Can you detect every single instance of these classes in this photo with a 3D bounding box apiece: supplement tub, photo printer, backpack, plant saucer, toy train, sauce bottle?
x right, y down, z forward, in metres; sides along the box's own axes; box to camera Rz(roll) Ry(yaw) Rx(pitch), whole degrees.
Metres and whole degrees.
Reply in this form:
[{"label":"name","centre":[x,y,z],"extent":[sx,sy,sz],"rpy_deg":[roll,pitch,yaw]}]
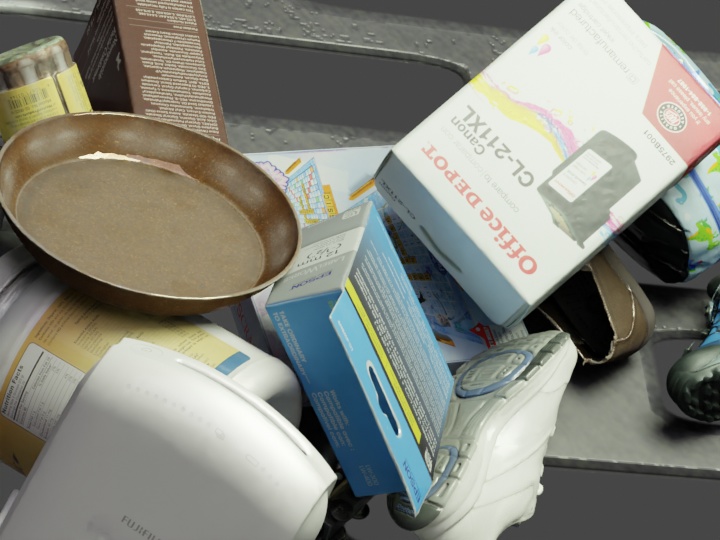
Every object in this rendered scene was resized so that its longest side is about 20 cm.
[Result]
[{"label":"supplement tub","centre":[-0.153,0.081,1.596],"extent":[0.200,0.145,0.145],"rpy_deg":[29,48,20]},{"label":"photo printer","centre":[-0.118,0.150,1.471],"extent":[0.166,0.200,0.069],"rpy_deg":[33,19,7]},{"label":"backpack","centre":[0.212,-0.088,1.865],"extent":[0.153,0.163,0.200],"rpy_deg":[-19,66,-15]},{"label":"plant saucer","centre":[-0.137,-0.032,1.603],"extent":[0.200,0.035,0.200],"rpy_deg":[13,34,-9]},{"label":"toy train","centre":[-0.021,0.152,1.667],"extent":[0.046,0.034,0.200],"rpy_deg":[35,49,15]},{"label":"sauce bottle","centre":[-0.195,-0.054,1.692],"extent":[0.065,0.065,0.200],"rpy_deg":[-26,105,-34]}]

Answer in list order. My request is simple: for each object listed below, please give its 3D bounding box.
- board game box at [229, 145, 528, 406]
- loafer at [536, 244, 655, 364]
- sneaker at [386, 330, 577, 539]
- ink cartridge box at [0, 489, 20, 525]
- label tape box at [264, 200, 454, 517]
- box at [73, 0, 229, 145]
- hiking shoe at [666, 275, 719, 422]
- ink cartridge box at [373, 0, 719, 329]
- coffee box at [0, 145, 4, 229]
[{"label":"board game box","centre":[0.000,0.000,1.794],"extent":[0.199,0.041,0.200],"rpy_deg":[-4,53,-23]},{"label":"loafer","centre":[0.134,-0.014,1.789],"extent":[0.200,0.073,0.071],"rpy_deg":[47,28,-3]},{"label":"sneaker","centre":[0.092,0.121,1.706],"extent":[0.200,0.074,0.087],"rpy_deg":[-53,121,-31]},{"label":"ink cartridge box","centre":[-0.166,0.253,1.530],"extent":[0.197,0.047,0.200],"rpy_deg":[26,50,1]},{"label":"label tape box","centre":[-0.002,0.060,1.602],"extent":[0.066,0.144,0.200],"rpy_deg":[-20,18,16]},{"label":"box","centre":[-0.148,-0.107,1.789],"extent":[0.075,0.100,0.200],"rpy_deg":[4,50,-24]},{"label":"hiking shoe","centre":[0.275,0.047,1.840],"extent":[0.087,0.075,0.200],"rpy_deg":[40,40,25]},{"label":"ink cartridge box","centre":[0.131,-0.080,1.735],"extent":[0.200,0.083,0.146],"rpy_deg":[-41,87,-15]},{"label":"coffee box","centre":[-0.342,-0.098,1.731],"extent":[0.114,0.080,0.200],"rpy_deg":[-24,64,-34]}]
